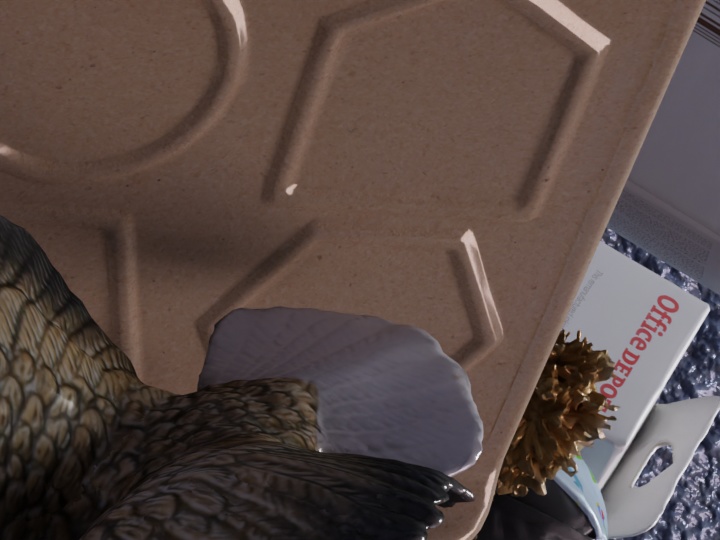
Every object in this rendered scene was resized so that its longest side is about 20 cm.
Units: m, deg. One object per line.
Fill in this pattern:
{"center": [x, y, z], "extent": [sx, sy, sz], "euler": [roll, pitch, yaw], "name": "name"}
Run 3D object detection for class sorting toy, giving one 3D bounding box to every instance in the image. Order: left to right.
{"center": [-0.031, -0.021, 0.635], "extent": [0.037, 0.184, 0.201], "euler": [-111, -148, -48], "name": "sorting toy"}

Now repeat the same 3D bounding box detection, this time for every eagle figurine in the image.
{"center": [-0.054, 0.051, 0.546], "extent": [0.200, 0.151, 0.152], "euler": [65, 11, -59], "name": "eagle figurine"}

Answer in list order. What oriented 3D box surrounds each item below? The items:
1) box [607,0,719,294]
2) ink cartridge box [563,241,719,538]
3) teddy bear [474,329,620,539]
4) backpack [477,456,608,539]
{"center": [0.126, -0.087, 1.011], "extent": [0.153, 0.106, 0.200], "euler": [-58, 173, 0], "name": "box"}
{"center": [0.049, 0.052, 1.260], "extent": [0.129, 0.199, 0.126], "euler": [-49, 167, -52], "name": "ink cartridge box"}
{"center": [0.000, 0.000, 0.854], "extent": [0.145, 0.201, 0.067], "euler": [-30, 151, 36], "name": "teddy bear"}
{"center": [0.006, 0.090, 1.126], "extent": [0.164, 0.199, 0.154], "euler": [-61, 172, 9], "name": "backpack"}
